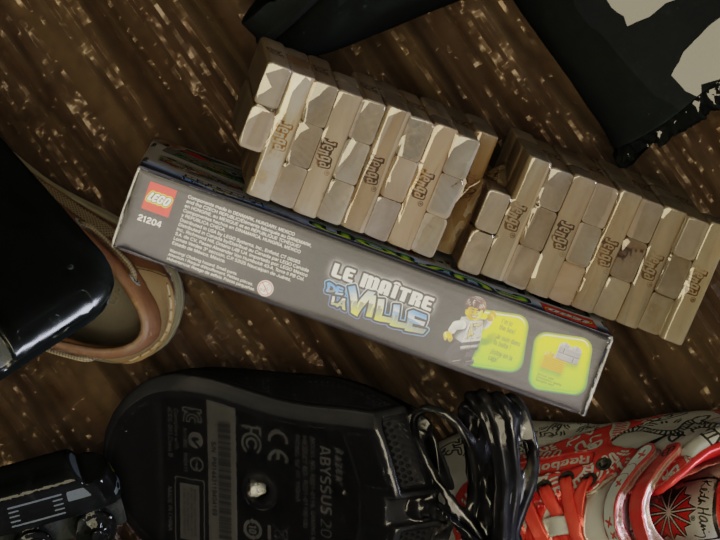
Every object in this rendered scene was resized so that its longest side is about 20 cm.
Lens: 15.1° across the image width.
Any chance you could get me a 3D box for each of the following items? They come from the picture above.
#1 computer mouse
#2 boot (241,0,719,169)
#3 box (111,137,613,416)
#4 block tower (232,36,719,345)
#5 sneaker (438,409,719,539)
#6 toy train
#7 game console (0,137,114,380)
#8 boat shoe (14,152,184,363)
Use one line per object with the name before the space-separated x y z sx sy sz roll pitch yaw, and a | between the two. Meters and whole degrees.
computer mouse | -0.013 0.093 1.124 0.199 0.053 0.139 13 110 25
boot | 0.072 -0.112 1.110 0.198 0.073 0.163 -41 103 7
box | 0.000 0.000 1.103 0.199 0.110 0.035 20 98 -3
block tower | 0.045 -0.032 1.090 0.199 0.058 0.054 20 104 -10
sneaker | 0.093 0.096 1.117 0.200 0.108 0.068 -8 92 0
toy train | -0.194 0.114 1.111 0.199 0.034 0.046 -16 123 -9
game console | -0.226 0.005 1.079 0.176 0.117 0.200 -34 72 -30
boat shoe | -0.164 -0.021 1.117 0.199 0.072 0.076 23 98 -4
